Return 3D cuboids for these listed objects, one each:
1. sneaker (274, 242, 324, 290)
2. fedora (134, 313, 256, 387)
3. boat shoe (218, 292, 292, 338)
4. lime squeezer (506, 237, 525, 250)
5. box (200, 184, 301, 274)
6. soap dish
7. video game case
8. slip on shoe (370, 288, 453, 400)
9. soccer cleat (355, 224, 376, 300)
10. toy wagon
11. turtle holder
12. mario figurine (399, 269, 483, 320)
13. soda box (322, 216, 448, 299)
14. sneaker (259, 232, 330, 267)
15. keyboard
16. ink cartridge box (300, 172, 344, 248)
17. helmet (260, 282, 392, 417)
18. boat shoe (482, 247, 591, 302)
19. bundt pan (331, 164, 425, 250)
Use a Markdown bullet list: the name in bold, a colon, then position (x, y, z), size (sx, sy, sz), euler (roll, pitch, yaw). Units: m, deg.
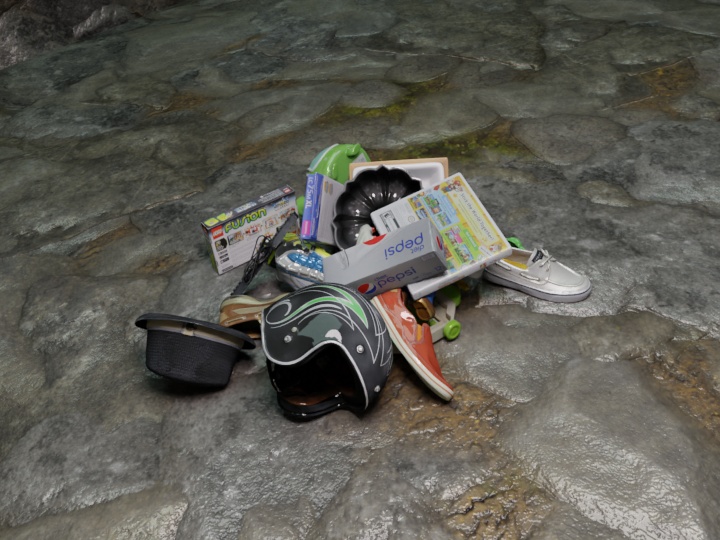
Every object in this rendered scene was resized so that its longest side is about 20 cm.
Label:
- **sneaker**: position (-0.068, 0.025, 1.271), size (0.197, 0.087, 0.075), euler (28, 51, 5)
- **fedora**: position (-0.272, 0.136, 1.120), size (0.196, 0.201, 0.094), euler (6, 74, 17)
- **boat shoe**: position (-0.152, 0.090, 1.203), size (0.195, 0.077, 0.075), euler (-3, 47, 11)
- **lime squeezer**: position (0.265, -0.030, 1.323), size (0.195, 0.038, 0.072), euler (3, 70, 13)
- **box**: position (-0.215, -0.083, 1.402), size (0.198, 0.112, 0.035), euler (-27, 40, -25)
- **soap dish**: position (0.079, -0.140, 1.395), size (0.195, 0.161, 0.081), euler (-3, 8, 5)
- **video game case**: position (0.132, -0.063, 1.178), size (0.179, 0.023, 0.202), euler (-24, 50, -2)
- **slip on shoe**: position (0.088, 0.111, 1.080), size (0.061, 0.074, 0.202), euler (-33, 65, -1)
- **soccer cleat**: position (0.000, 0.000, 1.216), size (0.076, 0.070, 0.203), euler (-11, 50, 11)
- **toy wagon**: position (0.106, 0.073, 1.201), size (0.197, 0.040, 0.155), euler (-25, 41, -23)
- **turtle holder**: position (-0.057, -0.185, 1.510), size (0.130, 0.140, 0.189), euler (11, 78, 46)
- **mario figurine**: position (0.133, 0.006, 1.211), size (0.123, 0.106, 0.201), euler (38, 58, -1)
- **soda box**: position (0.037, -0.011, 1.117), size (0.197, 0.063, 0.069), euler (-21, 54, 21)
- **sneaker**: position (-0.106, -0.036, 1.351), size (0.197, 0.077, 0.076), euler (22, 46, 31)
- **keyboard**: position (-0.185, -0.034, 1.282), size (0.202, 0.039, 0.104), euler (-55, 9, -8)
- **ink cartridge box**: position (-0.066, -0.111, 1.322), size (0.041, 0.122, 0.200), euler (6, -2, 17)
- **helmet**: position (-0.047, 0.116, 1.049), size (0.186, 0.203, 0.202), euler (-10, 36, -3)
- **boat shoe**: position (0.312, -0.004, 1.234), size (0.196, 0.071, 0.071), euler (18, 45, 22)
- **bundt pan**: position (0.047, -0.095, 1.321), size (0.197, 0.207, 0.076), euler (-2, 4, 7)
